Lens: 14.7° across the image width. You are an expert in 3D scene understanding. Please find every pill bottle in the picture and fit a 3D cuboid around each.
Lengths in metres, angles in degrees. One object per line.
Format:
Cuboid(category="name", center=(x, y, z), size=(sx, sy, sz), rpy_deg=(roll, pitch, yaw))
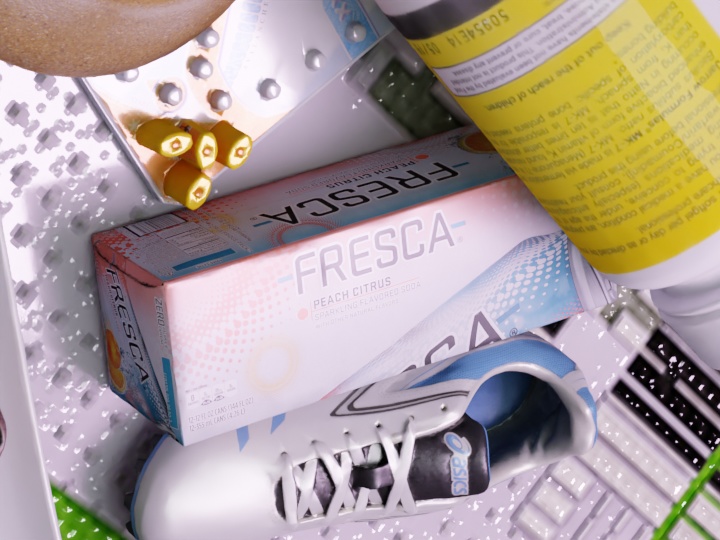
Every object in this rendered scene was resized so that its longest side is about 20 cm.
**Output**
Cuboid(category="pill bottle", center=(0.103, -0.067, 1.012), size=(0.114, 0.114, 0.200), rpy_deg=(-44, 107, -11))

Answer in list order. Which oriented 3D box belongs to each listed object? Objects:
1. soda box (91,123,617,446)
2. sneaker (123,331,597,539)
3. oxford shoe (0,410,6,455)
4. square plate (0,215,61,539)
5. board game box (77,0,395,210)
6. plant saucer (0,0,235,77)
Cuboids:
Cuboid(category="soda box", center=(0.000, 0.000, 1.064), size=(0.199, 0.064, 0.069), rpy_deg=(-17, 116, -26))
Cuboid(category="sneaker", center=(0.003, 0.068, 1.086), size=(0.199, 0.072, 0.072), rpy_deg=(-17, 116, -26))
Cuboid(category="oxford shoe", center=(-0.207, 0.038, 0.875), size=(0.199, 0.072, 0.072), rpy_deg=(3, 94, -25))
Cuboid(category="square plate", center=(-0.202, 0.078, 0.937), size=(0.199, 0.028, 0.199), rpy_deg=(-14, 100, -24))
Cuboid(category="board game box", center=(-0.038, -0.153, 1.007), size=(0.200, 0.026, 0.200), rpy_deg=(-40, 124, -14))
Cuboid(category="plant saucer", center=(-0.076, -0.161, 0.915), size=(0.200, 0.035, 0.201), rpy_deg=(-12, 108, -42))
